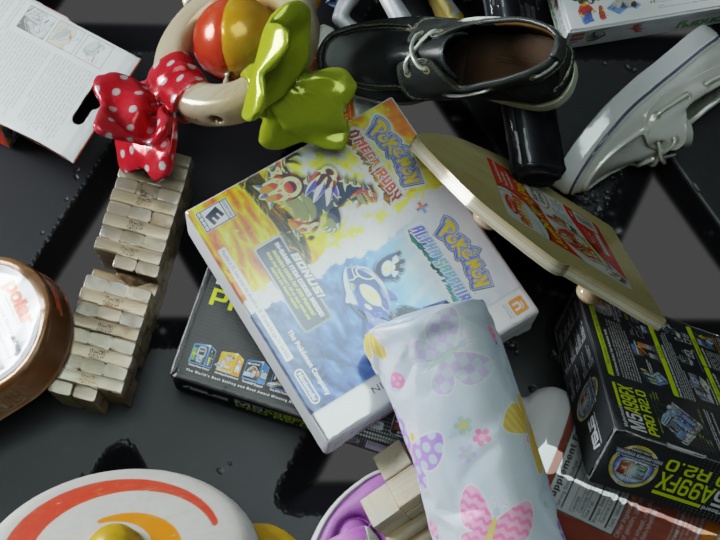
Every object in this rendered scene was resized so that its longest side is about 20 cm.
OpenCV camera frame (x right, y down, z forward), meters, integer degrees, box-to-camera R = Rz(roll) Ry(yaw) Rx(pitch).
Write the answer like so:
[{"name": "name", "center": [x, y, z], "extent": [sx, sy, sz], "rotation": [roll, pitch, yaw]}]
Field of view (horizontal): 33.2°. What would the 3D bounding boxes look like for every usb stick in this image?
[{"name": "usb stick", "center": [0.123, -0.164, 0.936], "extent": [0.055, 0.033, 0.201], "rotation": [4, 74, -45]}]

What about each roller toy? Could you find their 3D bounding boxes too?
[{"name": "roller toy", "center": [-0.148, 0.221, 0.767], "extent": [0.199, 0.141, 0.183], "rotation": [11, 31, 20]}]

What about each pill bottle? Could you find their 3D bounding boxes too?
[{"name": "pill bottle", "center": [0.159, 0.153, 0.863], "extent": [0.199, 0.112, 0.113], "rotation": [24, 72, 5]}]

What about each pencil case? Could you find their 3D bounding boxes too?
[{"name": "pencil case", "center": [0.068, 0.117, 0.783], "extent": [0.090, 0.083, 0.201], "rotation": [-21, 82, 15]}]

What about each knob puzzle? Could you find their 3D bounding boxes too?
[{"name": "knob puzzle", "center": [0.116, -0.037, 0.881], "extent": [0.219, 0.220, 0.031], "rotation": [38, 110, 8]}]

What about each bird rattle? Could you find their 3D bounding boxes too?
[{"name": "bird rattle", "center": [-0.098, -0.144, 0.885], "extent": [0.199, 0.113, 0.164], "rotation": [-7, 54, 29]}]

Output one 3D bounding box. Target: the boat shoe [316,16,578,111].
[{"name": "boat shoe", "center": [0.058, -0.161, 0.893], "extent": [0.199, 0.068, 0.072], "rotation": [6, 84, 18]}]

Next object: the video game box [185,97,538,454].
[{"name": "video game box", "center": [0.000, 0.000, 0.876], "extent": [0.182, 0.047, 0.201], "rotation": [-30, 76, -15]}]

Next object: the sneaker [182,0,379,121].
[{"name": "sneaker", "center": [-0.059, -0.165, 0.974], "extent": [0.200, 0.077, 0.078], "rotation": [44, 75, 4]}]

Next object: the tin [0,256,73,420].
[{"name": "tin", "center": [-0.302, 0.070, 0.871], "extent": [0.199, 0.042, 0.112], "rotation": [-33, 68, 1]}]

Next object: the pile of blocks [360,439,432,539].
[{"name": "pile of blocks", "center": [0.060, 0.218, 0.855], "extent": [0.062, 0.082, 0.201], "rotation": [-34, 87, 4]}]

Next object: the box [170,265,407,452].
[{"name": "box", "center": [-0.024, 0.039, 0.915], "extent": [0.199, 0.044, 0.161], "rotation": [18, 72, 2]}]

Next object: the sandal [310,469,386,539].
[{"name": "sandal", "center": [-0.017, 0.230, 0.858], "extent": [0.082, 0.050, 0.203], "rotation": [36, 73, 8]}]

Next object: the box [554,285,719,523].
[{"name": "box", "center": [0.225, 0.096, 0.843], "extent": [0.159, 0.200, 0.044], "rotation": [18, 115, -7]}]

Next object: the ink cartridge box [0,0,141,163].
[{"name": "ink cartridge box", "center": [-0.286, -0.165, 0.970], "extent": [0.199, 0.050, 0.109], "rotation": [28, 72, 4]}]

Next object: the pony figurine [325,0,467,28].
[{"name": "pony figurine", "center": [0.020, -0.281, 0.988], "extent": [0.200, 0.166, 0.193], "rotation": [43, 77, -7]}]

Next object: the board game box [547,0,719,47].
[{"name": "board game box", "center": [0.255, -0.270, 1.047], "extent": [0.199, 0.035, 0.127], "rotation": [-10, 74, -7]}]

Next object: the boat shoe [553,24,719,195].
[{"name": "boat shoe", "center": [0.240, -0.119, 0.982], "extent": [0.200, 0.072, 0.066], "rotation": [-40, 74, -23]}]

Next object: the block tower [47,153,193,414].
[{"name": "block tower", "center": [-0.177, 0.007, 0.919], "extent": [0.054, 0.058, 0.201], "rotation": [14, 73, 1]}]
